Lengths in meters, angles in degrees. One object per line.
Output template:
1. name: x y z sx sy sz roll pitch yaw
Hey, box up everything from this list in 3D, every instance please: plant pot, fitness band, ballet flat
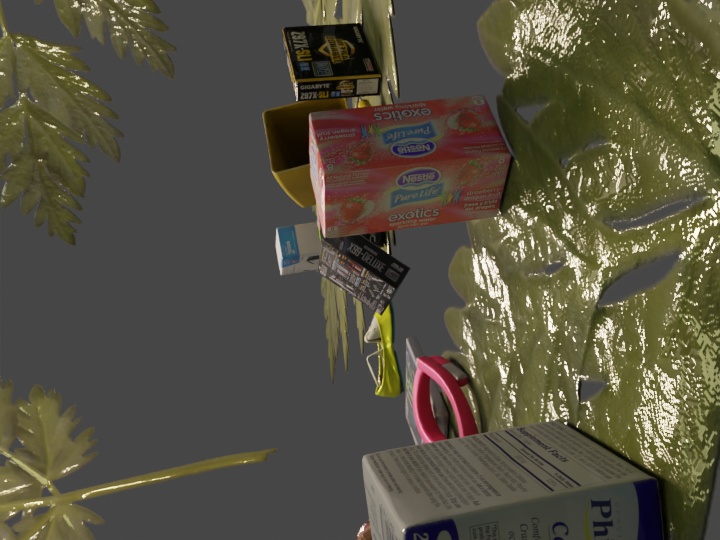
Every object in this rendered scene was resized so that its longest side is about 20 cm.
1. plant pot: -0.103 -0.265 1.807 0.177 0.197 0.202 76 -179 -55
2. fitness band: 0.119 0.203 1.109 0.200 0.037 0.146 -147 52 -70
3. ballet flat: 0.043 0.153 1.537 0.067 0.066 0.203 148 115 -81

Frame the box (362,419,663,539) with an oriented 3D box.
1. box: 0.115 0.210 0.640 0.184 0.197 0.106 -160 61 -80

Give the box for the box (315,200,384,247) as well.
1. box: -0.028 -0.154 1.571 0.149 0.123 0.203 -120 26 -70

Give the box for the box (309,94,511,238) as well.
1. box: 0.048 -0.112 0.830 0.095 0.197 0.103 93 167 -50

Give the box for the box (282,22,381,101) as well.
1. box: -0.058 -0.395 1.453 0.050 0.158 0.201 91 169 -45

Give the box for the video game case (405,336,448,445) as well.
1. video game case: 0.109 0.245 1.314 0.201 0.023 0.184 -110 15 -56

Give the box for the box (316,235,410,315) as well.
1. box: 0.000 0.000 1.424 0.050 0.157 0.200 -55 -5 -17

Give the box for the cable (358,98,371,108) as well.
1. cable: 0.027 -0.247 1.367 0.200 0.050 0.098 -116 20 -69

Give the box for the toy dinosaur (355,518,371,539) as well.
1. toy dinosaur: 0.044 0.494 1.489 0.136 0.200 0.086 54 167 -18

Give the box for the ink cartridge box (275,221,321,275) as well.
1. ink cartridge box: -0.107 -0.060 1.922 0.145 0.197 0.085 110 149 -71
